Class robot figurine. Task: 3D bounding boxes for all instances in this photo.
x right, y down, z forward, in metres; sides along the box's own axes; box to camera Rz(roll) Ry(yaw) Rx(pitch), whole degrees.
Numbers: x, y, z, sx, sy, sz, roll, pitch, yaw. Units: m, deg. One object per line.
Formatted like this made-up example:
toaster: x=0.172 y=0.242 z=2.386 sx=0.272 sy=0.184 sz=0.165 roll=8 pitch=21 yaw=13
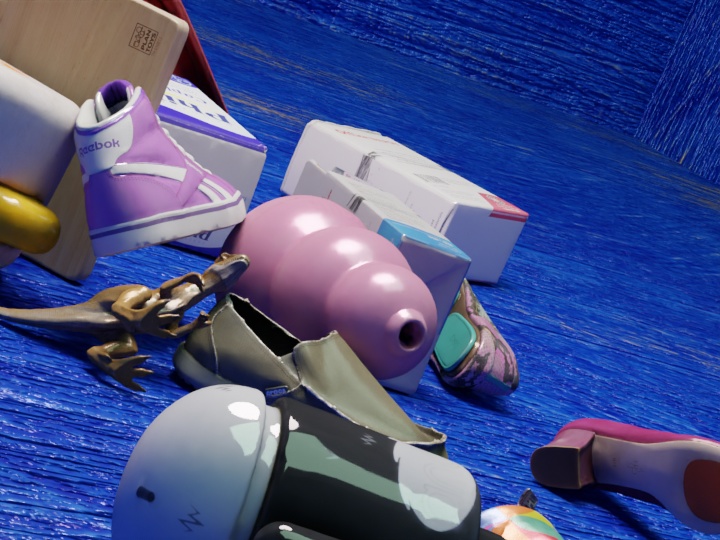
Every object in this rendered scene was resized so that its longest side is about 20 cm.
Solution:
robot figurine: x=-0.021 y=0.134 z=1.101 sx=0.199 sy=0.150 sz=0.125 roll=22 pitch=48 yaw=-11

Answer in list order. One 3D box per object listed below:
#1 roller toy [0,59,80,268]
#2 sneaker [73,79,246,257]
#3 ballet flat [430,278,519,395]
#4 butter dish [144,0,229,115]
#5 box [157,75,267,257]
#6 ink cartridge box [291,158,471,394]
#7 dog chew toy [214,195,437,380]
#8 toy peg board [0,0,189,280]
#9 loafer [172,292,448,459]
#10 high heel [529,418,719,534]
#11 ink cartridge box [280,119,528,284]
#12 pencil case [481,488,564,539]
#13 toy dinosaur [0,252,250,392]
roller toy: x=-0.288 y=-0.086 z=1.541 sx=0.199 sy=0.140 sz=0.182 roll=28 pitch=2 yaw=-15
sneaker: x=-0.136 y=-0.075 z=1.565 sx=0.072 sy=0.115 sz=0.200 roll=-15 pitch=0 yaw=14
ballet flat: x=0.083 y=0.053 z=1.876 sx=0.071 sy=0.069 sz=0.200 roll=38 pitch=9 yaw=-23
butter dish: x=-0.241 y=-0.175 z=2.085 sx=0.199 sy=0.148 sz=0.200 roll=22 pitch=-31 yaw=35
box: x=-0.203 y=-0.110 z=1.920 sx=0.183 sy=0.105 sz=0.200 roll=16 pitch=14 yaw=-31
ink cartridge box: x=0.000 y=0.000 z=1.789 sx=0.066 sy=0.116 sz=0.200 roll=17 pitch=13 yaw=-27
dog chew toy: x=-0.018 y=0.020 z=1.596 sx=0.124 sy=0.125 sz=0.200 roll=16 pitch=4 yaw=-34
toy peg board: x=-0.229 y=-0.125 z=1.687 sx=0.198 sy=0.201 sz=0.098 roll=27 pitch=11 yaw=18
loafer: x=-0.027 y=0.076 z=1.491 sx=0.199 sy=0.070 sz=0.075 roll=26 pitch=11 yaw=12
high heel: x=0.226 y=0.137 z=1.635 sx=0.199 sy=0.068 sz=0.096 roll=11 pitch=14 yaw=28
ink cartridge box: x=0.042 y=-0.068 z=2.289 sx=0.200 sy=0.085 sz=0.145 roll=33 pitch=14 yaw=32
pencil case: x=0.117 y=0.195 z=1.197 sx=0.088 sy=0.089 sz=0.200 roll=16 pitch=15 yaw=-35
toy dinosaur: x=-0.163 y=0.031 z=1.474 sx=0.199 sy=0.061 sz=0.106 roll=-6 pitch=23 yaw=-19
